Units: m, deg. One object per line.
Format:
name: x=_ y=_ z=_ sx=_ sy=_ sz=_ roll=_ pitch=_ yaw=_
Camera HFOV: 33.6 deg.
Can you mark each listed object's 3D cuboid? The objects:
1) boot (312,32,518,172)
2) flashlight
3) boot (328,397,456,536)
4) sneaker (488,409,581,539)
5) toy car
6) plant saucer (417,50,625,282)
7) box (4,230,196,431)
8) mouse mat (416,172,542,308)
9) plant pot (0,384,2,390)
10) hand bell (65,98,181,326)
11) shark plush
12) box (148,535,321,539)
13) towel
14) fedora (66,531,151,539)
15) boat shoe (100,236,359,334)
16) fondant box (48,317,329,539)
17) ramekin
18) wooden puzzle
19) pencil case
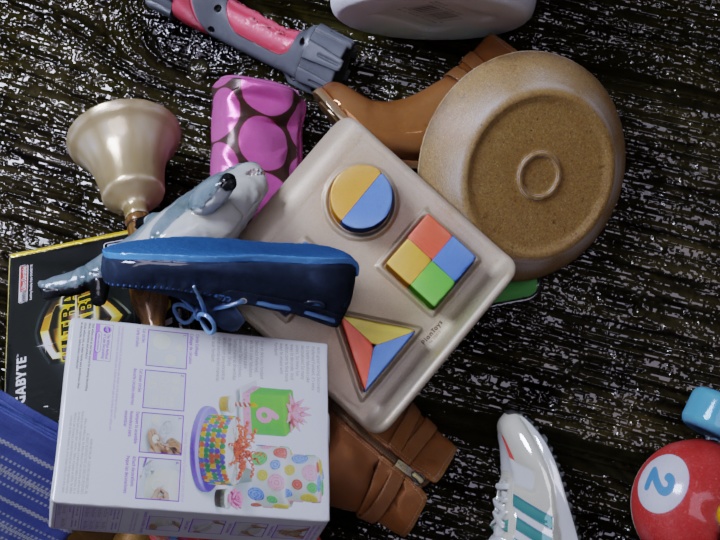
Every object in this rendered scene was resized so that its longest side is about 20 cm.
boot: x=0.072 y=-0.148 z=1.052 sx=0.199 sy=0.077 sz=0.156 roll=35 pitch=90 yaw=2
flashlight: x=-0.099 y=-0.231 z=1.094 sx=0.198 sy=0.068 sz=0.069 roll=26 pitch=80 yaw=8
boot: x=0.020 y=0.112 z=1.024 sx=0.154 sy=0.077 sz=0.202 roll=30 pitch=72 yaw=-1
sneaker: x=0.133 y=0.223 z=1.005 sx=0.092 sy=0.070 sz=0.203 roll=-16 pitch=83 yaw=-5
toy car: x=0.308 y=0.202 z=0.932 sx=0.175 sy=0.200 sz=0.186 roll=27 pitch=83 yaw=7
plant saucer: x=0.147 y=-0.084 z=1.021 sx=0.197 sy=0.035 sz=0.204 roll=-5 pitch=106 yaw=-16
box: x=-0.219 y=0.057 z=1.013 sx=0.157 sy=0.050 sz=0.202 roll=-10 pitch=48 yaw=-3
mouse mat: x=0.072 y=-0.059 z=1.086 sx=0.158 sy=0.008 sz=0.203 roll=-10 pitch=80 yaw=2
plant pot: x=-0.401 y=0.081 z=0.977 sx=0.188 sy=0.200 sz=0.202 roll=27 pitch=83 yaw=19
hand bell: x=-0.190 y=-0.036 z=1.015 sx=0.103 sy=0.105 sz=0.202 roll=-15 pitch=59 yaw=1
shark plush: x=-0.158 y=-0.019 z=0.958 sx=0.199 sy=0.091 sz=0.084 roll=-35 pitch=40 yaw=2
box: x=-0.096 y=0.230 z=0.964 sx=0.094 sy=0.102 sz=0.202 roll=-31 pitch=98 yaw=-33
towel: x=-0.300 y=0.190 z=0.935 sx=0.144 sy=0.024 sz=0.201 roll=35 pitch=103 yaw=-27
fedora: x=-0.259 y=0.202 z=1.027 sx=0.197 sy=0.082 sz=0.204 roll=-1 pitch=82 yaw=8
boat shoe: x=-0.095 y=0.016 z=0.891 sx=0.197 sy=0.084 sz=0.070 roll=4 pitch=103 yaw=-16
fondant box: x=-0.123 y=0.120 z=0.882 sx=0.197 sy=0.058 sz=0.146 roll=6 pitch=57 yaw=-12
ramekin: x=0.063 y=-0.265 z=1.027 sx=0.197 sy=0.200 sz=0.100 roll=2 pitch=88 yaw=4
wooden puzzle: x=0.000 y=0.000 z=0.972 sx=0.199 sy=0.046 sz=0.186 roll=41 pitch=85 yaw=7
pencil case: x=-0.087 y=-0.073 z=1.058 sx=0.092 sy=0.091 sz=0.204 roll=-4 pitch=79 yaw=5
